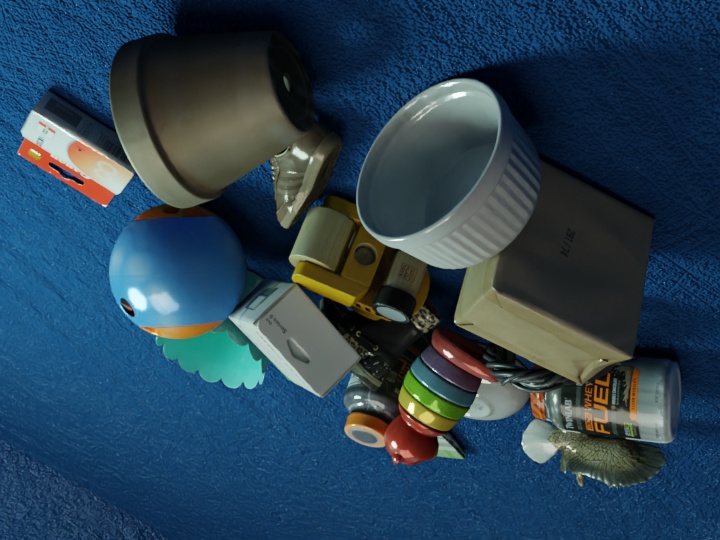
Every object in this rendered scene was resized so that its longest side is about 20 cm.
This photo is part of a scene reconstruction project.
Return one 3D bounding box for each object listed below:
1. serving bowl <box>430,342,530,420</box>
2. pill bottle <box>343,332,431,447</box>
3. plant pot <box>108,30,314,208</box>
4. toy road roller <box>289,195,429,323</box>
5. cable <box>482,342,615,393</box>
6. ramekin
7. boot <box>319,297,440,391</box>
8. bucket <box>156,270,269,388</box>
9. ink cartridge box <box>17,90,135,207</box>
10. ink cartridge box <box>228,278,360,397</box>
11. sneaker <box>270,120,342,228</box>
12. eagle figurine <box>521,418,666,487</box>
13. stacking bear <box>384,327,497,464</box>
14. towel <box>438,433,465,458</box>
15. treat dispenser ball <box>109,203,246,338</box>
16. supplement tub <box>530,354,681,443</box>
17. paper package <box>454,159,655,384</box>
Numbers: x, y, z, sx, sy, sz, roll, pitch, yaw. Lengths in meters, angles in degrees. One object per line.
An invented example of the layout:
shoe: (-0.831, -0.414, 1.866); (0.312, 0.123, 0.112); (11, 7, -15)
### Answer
serving bowl: (0.183, 0.196, 1.499); (0.199, 0.066, 0.200); (14, 148, 9)
pill bottle: (0.037, 0.175, 1.422); (0.106, 0.201, 0.106); (15, 149, 9)
plant pot: (-0.154, -0.189, 1.018); (0.173, 0.201, 0.200); (-15, 137, 21)
toy road roller: (0.000, 0.000, 1.260); (0.199, 0.123, 0.146); (24, 160, -5)
cable: (0.252, 0.115, 1.247); (0.163, 0.199, 0.051); (20, 116, 40)
ramekin: (0.102, -0.097, 0.980); (0.200, 0.201, 0.105); (-14, 144, 43)
boot: (0.028, 0.069, 1.375); (0.154, 0.204, 0.073); (-44, 131, 10)
bucket: (-0.230, 0.090, 1.515); (0.206, 0.135, 0.208); (15, 147, 10)
ink cartridge box: (-0.425, -0.161, 1.328); (0.162, 0.050, 0.200); (33, 144, -18)
ink cartridge box: (-0.100, 0.094, 1.305); (0.145, 0.087, 0.200); (48, 169, -12)
sneaker: (-0.082, -0.133, 1.170); (0.075, 0.070, 0.200); (41, 145, 4)
eagle figurine: (0.371, 0.257, 1.432); (0.152, 0.151, 0.200); (37, 157, -7)
stacking bear: (0.107, 0.196, 1.321); (0.113, 0.201, 0.121); (29, -170, -5)
towel: (0.105, 0.309, 1.763); (0.149, 0.031, 0.200); (-1, 145, 35)
treat dispenser ball: (-0.269, 0.000, 1.336); (0.200, 0.202, 0.201); (15, 148, 10)
supplement tub: (0.358, 0.180, 1.316); (0.199, 0.123, 0.123); (2, 144, 27)
paper package: (0.227, -0.002, 1.041); (0.190, 0.201, 0.104); (25, 149, -9)
